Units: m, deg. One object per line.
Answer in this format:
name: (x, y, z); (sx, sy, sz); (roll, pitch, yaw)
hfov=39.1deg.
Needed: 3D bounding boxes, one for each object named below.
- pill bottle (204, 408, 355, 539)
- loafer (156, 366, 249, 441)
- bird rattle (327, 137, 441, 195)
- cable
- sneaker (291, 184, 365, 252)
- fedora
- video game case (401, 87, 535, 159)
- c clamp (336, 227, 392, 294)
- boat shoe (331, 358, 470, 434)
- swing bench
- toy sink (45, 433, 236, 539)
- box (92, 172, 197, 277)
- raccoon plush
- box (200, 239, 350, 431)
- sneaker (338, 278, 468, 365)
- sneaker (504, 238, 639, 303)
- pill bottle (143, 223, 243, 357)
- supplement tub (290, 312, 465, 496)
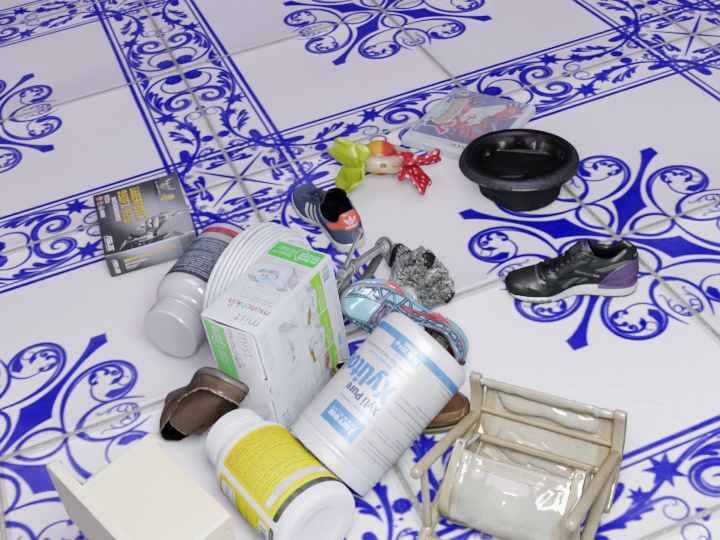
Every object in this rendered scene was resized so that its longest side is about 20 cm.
pill bottle: (-0.106, 0.258, 1.244); (0.112, 0.113, 0.200); (-30, 44, -24)
loafer: (-0.209, 0.186, 1.335); (0.073, 0.200, 0.071); (29, 57, -17)
bird rattle: (0.042, -0.201, 1.798); (0.198, 0.114, 0.163); (-7, 22, -2)
cable: (-0.140, 0.033, 1.458); (0.069, 0.201, 0.200); (21, 51, 28)
sneaker: (-0.056, -0.114, 1.715); (0.075, 0.085, 0.200); (-27, 42, -22)
fedora: (0.266, -0.157, 1.699); (0.199, 0.092, 0.201); (-6, 39, 4)
video game case: (0.204, -0.274, 1.911); (0.181, 0.023, 0.200); (19, 46, 30)
c clamp: (0.000, 0.000, 1.484); (0.027, 0.172, 0.200); (33, 20, 11)
boat shoe: (0.052, 0.166, 1.362); (0.198, 0.068, 0.072); (6, 39, 16)
swing bench: (0.189, 0.244, 1.197); (0.198, 0.131, 0.200); (13, 38, 26)
toy sink: (-0.238, 0.274, 1.137); (0.200, 0.131, 0.112); (35, 57, 28)
box: (-0.375, -0.083, 1.768); (0.157, 0.049, 0.200); (-17, 40, -9)
raccoon plush: (0.055, 0.037, 1.538); (0.134, 0.097, 0.200); (-38, 16, -14)
box: (-0.107, 0.095, 1.376); (0.096, 0.201, 0.177); (17, 46, 30)
sneaker: (0.061, 0.073, 1.397); (0.199, 0.080, 0.096); (24, 11, 1)
sneaker: (0.313, -0.010, 1.512); (0.198, 0.088, 0.076); (-6, 39, 4)
pill bottle: (-0.240, 0.031, 1.544); (0.119, 0.120, 0.200); (10, 42, 22)
supplement tub: (0.024, 0.164, 1.267); (0.200, 0.132, 0.132); (-48, 48, -7)
